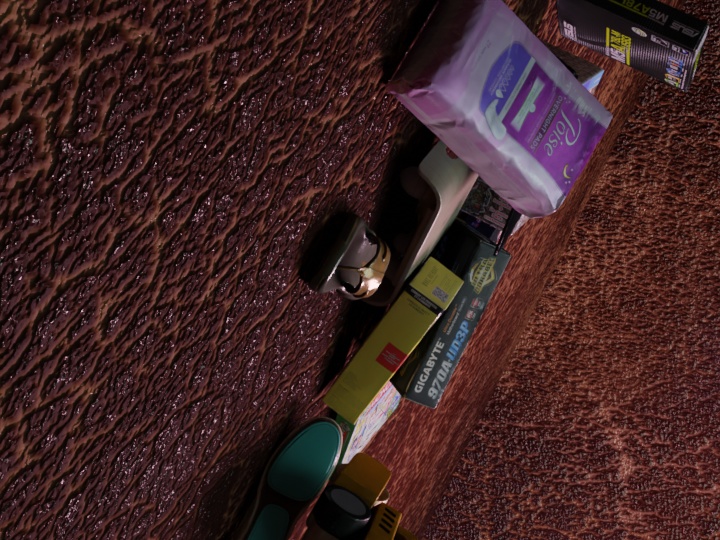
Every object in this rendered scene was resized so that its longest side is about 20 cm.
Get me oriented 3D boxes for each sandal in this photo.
[{"bbox_3d":[0.000,0.000,1.196,0.082,0.054,0.200,-62,167,-5],"label":"sandal"}]

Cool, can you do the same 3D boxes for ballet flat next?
[{"bbox_3d":[-0.087,0.246,1.356,0.201,0.069,0.070,-58,166,-11],"label":"ballet flat"}]

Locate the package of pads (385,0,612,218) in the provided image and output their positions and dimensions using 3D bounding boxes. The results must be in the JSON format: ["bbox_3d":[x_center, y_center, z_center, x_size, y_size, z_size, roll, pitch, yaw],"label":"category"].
[{"bbox_3d":[0.125,-0.150,1.119,0.076,0.200,0.121,13,-112,57],"label":"package of pads"}]

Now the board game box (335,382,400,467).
[{"bbox_3d":[0.016,0.166,1.608,0.200,0.029,0.135,-43,157,-55],"label":"board game box"}]

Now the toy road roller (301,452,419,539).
[{"bbox_3d":[0.006,0.304,1.367,0.123,0.145,0.200,-60,176,14],"label":"toy road roller"}]

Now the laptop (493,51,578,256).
[{"bbox_3d":[0.150,-0.146,1.334,0.103,0.200,0.178,-7,131,-35],"label":"laptop"}]

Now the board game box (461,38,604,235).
[{"bbox_3d":[0.204,-0.169,1.550,0.159,0.096,0.201,-37,151,-62],"label":"board game box"}]

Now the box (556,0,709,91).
[{"bbox_3d":[0.347,-0.311,1.612,0.048,0.192,0.200,-64,168,-1],"label":"box"}]

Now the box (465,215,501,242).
[{"bbox_3d":[0.151,0.000,1.757,0.159,0.046,0.200,-55,164,-30],"label":"box"}]

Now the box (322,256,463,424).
[{"bbox_3d":[0.034,0.079,1.388,0.200,0.050,0.075,-53,178,33],"label":"box"}]

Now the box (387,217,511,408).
[{"bbox_3d":[0.088,0.041,1.464,0.201,0.046,0.159,-64,-159,9],"label":"box"}]

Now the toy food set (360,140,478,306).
[{"bbox_3d":[0.066,-0.069,1.336,0.144,0.060,0.201,-50,170,-44],"label":"toy food set"}]
